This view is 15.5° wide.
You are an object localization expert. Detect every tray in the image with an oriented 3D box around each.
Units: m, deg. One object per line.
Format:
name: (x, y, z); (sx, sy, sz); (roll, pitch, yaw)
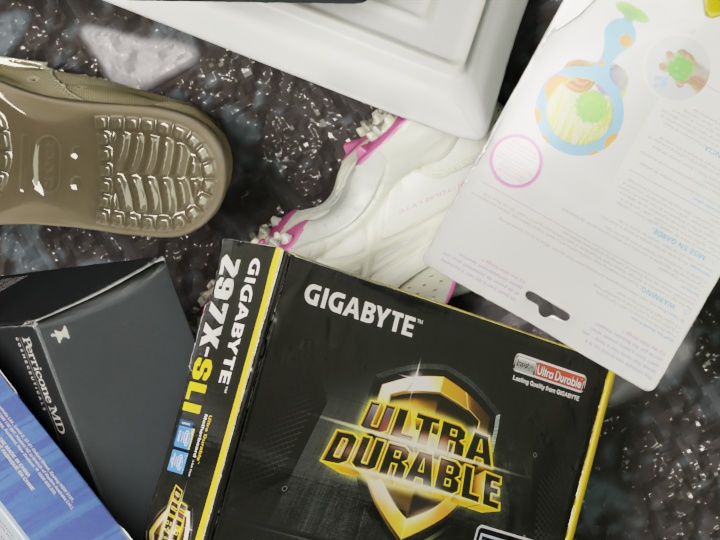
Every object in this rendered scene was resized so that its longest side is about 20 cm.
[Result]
tray: (-0.025, -0.135, 1.139); (0.200, 0.107, 0.022); (21, 146, -4)

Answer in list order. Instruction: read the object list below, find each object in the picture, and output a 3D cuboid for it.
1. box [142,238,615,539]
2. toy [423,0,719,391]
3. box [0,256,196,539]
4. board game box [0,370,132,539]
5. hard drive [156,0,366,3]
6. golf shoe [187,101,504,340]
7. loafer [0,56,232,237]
box: (0.009, 0.089, 1.133); (0.200, 0.049, 0.160); (20, 85, -38)
toy: (0.126, -0.064, 1.134); (0.115, 0.047, 0.200); (30, 106, 7)
box: (-0.117, 0.103, 1.162); (0.079, 0.141, 0.200); (-28, 104, -35)
board game box: (-0.158, 0.136, 1.126); (0.043, 0.199, 0.200); (-28, 71, -34)
hard drive: (-0.022, -0.200, 1.029); (0.139, 0.033, 0.200); (-4, 124, -42)
golf shoe: (0.000, 0.000, 1.178); (0.200, 0.075, 0.092); (-44, 102, 10)
loafer: (-0.146, -0.055, 1.172); (0.200, 0.068, 0.076); (13, 101, 14)
